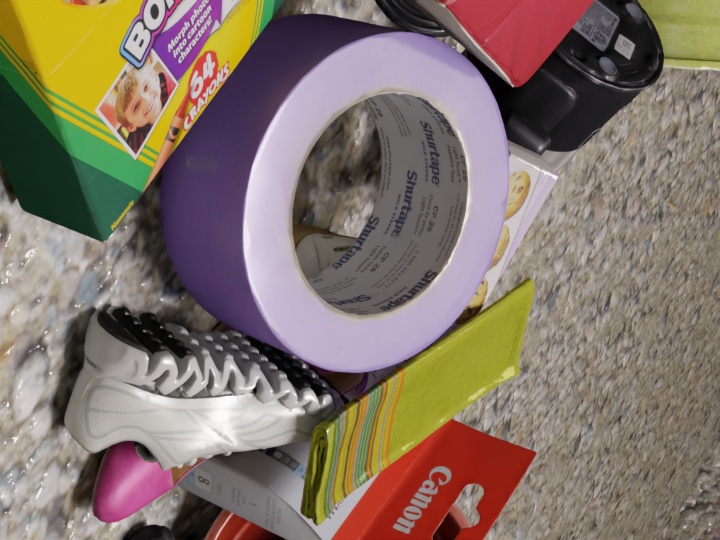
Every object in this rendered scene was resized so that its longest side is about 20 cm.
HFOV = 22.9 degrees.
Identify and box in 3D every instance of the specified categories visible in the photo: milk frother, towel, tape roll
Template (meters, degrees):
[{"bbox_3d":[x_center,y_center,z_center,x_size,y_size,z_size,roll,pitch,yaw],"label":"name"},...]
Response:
[{"bbox_3d":[0.067,-0.137,1.232,0.180,0.200,0.188,-35,171,-48],"label":"milk frother"},{"bbox_3d":[0.040,0.080,1.118,0.200,0.018,0.086,-33,148,-36],"label":"towel"},{"bbox_3d":[-0.012,-0.046,1.044,0.200,0.085,0.201,-13,111,-36],"label":"tape roll"}]

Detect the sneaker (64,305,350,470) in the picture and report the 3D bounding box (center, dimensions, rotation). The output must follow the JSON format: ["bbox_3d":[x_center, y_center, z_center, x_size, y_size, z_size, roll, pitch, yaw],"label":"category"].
[{"bbox_3d":[-0.088,0.079,1.051,0.200,0.075,0.081,16,105,-40],"label":"sneaker"}]

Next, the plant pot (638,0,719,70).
[{"bbox_3d":[0.278,-0.277,1.569,0.200,0.200,0.185,-21,117,-64],"label":"plant pot"}]

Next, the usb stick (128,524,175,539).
[{"bbox_3d":[-0.130,0.237,1.203,0.056,0.033,0.200,-58,157,-30],"label":"usb stick"}]

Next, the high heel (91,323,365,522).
[{"bbox_3d":[-0.081,0.099,1.105,0.200,0.096,0.068,-45,149,-49],"label":"high heel"}]

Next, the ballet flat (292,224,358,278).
[{"bbox_3d":[0.000,0.000,1.167,0.200,0.063,0.069,3,73,-42],"label":"ballet flat"}]

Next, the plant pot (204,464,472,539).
[{"bbox_3d":[-0.017,0.247,1.264,0.201,0.200,0.195,-63,175,-18],"label":"plant pot"}]

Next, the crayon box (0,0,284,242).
[{"bbox_3d":[-0.109,-0.145,0.856,0.200,0.058,0.173,-58,157,-29],"label":"crayon box"}]

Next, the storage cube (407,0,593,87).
[{"bbox_3d":[0.063,-0.239,0.980,0.180,0.200,0.171,-51,161,4],"label":"storage cube"}]

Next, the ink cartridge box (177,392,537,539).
[{"bbox_3d":[-0.001,0.116,1.174,0.160,0.200,0.047,-49,155,-44],"label":"ink cartridge box"}]

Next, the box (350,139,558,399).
[{"bbox_3d":[0.058,0.010,1.139,0.200,0.041,0.039,-60,-157,15],"label":"box"}]
